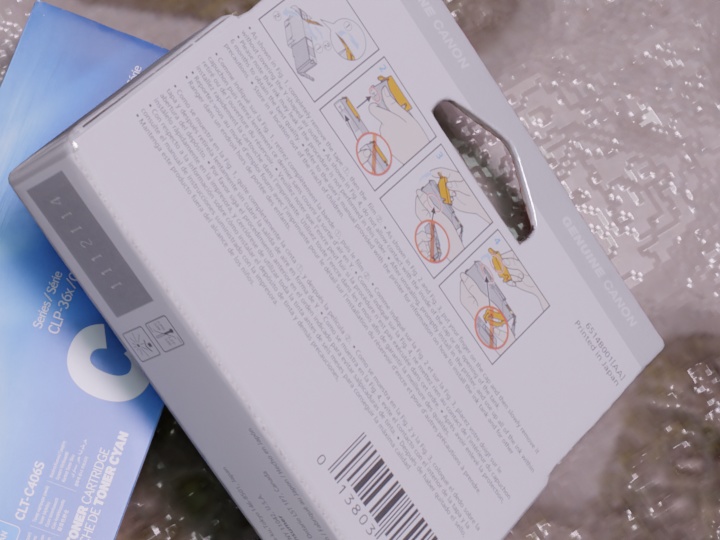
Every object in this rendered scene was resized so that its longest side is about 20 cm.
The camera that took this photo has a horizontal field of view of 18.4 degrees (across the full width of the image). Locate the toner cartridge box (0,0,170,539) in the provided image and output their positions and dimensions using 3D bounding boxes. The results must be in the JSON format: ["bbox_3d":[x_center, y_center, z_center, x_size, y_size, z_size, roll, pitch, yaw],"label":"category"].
[{"bbox_3d":[-0.106,0.014,0.779,0.095,0.043,0.201,19,73,-3],"label":"toner cartridge box"}]

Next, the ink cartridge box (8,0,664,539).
[{"bbox_3d":[0.000,0.000,0.773,0.176,0.045,0.200,-43,103,-41],"label":"ink cartridge box"}]
